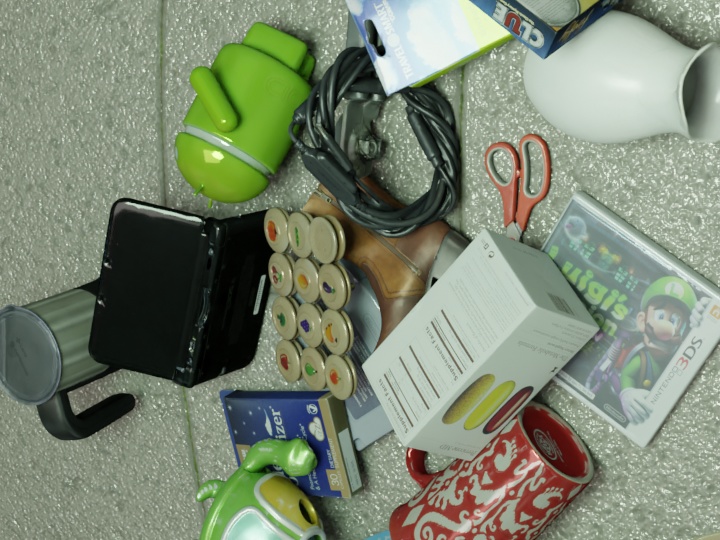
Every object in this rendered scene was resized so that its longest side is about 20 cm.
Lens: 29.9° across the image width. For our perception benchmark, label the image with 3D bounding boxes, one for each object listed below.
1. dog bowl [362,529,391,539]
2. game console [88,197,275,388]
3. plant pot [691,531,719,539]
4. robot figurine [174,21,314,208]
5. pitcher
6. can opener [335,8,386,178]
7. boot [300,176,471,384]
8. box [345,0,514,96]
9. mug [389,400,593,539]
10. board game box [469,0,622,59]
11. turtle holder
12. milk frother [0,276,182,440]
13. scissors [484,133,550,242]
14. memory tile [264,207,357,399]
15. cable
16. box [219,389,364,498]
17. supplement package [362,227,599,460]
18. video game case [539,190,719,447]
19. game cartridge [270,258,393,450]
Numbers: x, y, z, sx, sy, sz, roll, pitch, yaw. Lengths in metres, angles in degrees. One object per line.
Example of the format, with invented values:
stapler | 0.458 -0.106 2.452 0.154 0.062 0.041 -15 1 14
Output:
dog bowl | 0.018 0.348 1.528 0.199 0.111 0.050 -30 44 32
game console | -0.197 0.016 1.534 0.115 0.175 0.203 26 115 29
plant pot | 0.412 0.358 1.257 0.198 0.200 0.179 -21 102 32
robot figurine | -0.126 -0.162 1.454 0.115 0.175 0.202 26 85 11
pitcher | 0.264 -0.165 1.250 0.199 0.171 0.123 20 87 46
can opener | -0.008 -0.196 1.426 0.066 0.053 0.203 9 97 42
boot | 0.000 0.000 1.448 0.199 0.068 0.190 32 99 19
box | 0.094 -0.270 1.336 0.198 0.048 0.123 -25 89 17
mug | 0.126 0.226 1.420 0.178 0.133 0.200 47 117 9
board game box | 0.175 -0.283 1.225 0.135 0.199 0.035 41 142 15
turtle holder | -0.102 0.288 1.524 0.130 0.141 0.187 19 68 30
milk frother | -0.299 0.088 1.597 0.199 0.188 0.182 -30 87 32
scissors | 0.165 -0.040 1.397 0.072 0.014 0.203 2 102 28
memory tile | -0.057 0.035 1.466 0.152 0.017 0.203 13 112 53
cable | 0.026 -0.131 1.386 0.200 0.164 0.051 41 160 -20
box | -0.092 0.201 1.574 0.198 0.032 0.123 -4 105 41
supplement package | 0.116 0.078 1.337 0.200 0.113 0.110 -49 48 23
video game case | 0.254 0.050 1.362 0.199 0.023 0.183 37 117 18
game cartridge | -0.005 0.087 1.516 0.133 0.041 0.202 -34 84 35
